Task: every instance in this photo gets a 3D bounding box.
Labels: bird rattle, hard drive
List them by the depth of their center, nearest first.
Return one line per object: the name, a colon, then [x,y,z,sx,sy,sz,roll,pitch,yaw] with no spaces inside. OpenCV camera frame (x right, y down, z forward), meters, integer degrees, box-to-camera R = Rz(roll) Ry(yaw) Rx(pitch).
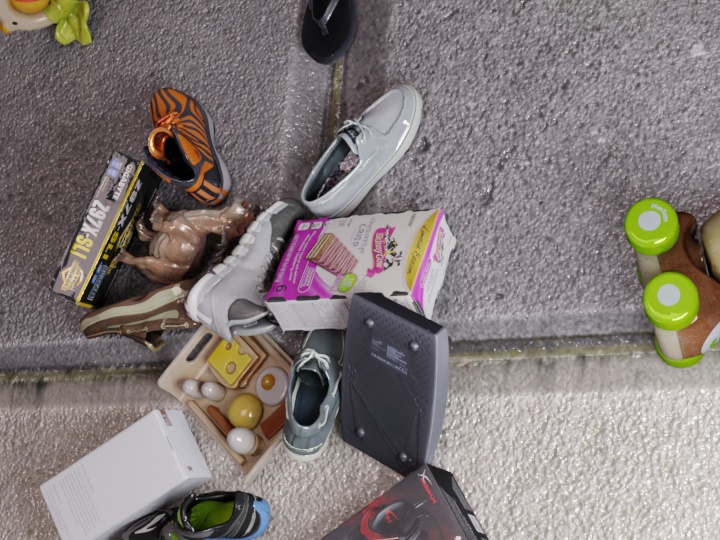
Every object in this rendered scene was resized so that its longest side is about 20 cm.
hard drive: [0.040,0.129,1.610,0.134,0.042,0.201,26,125,34]
bird rattle: [-0.446,-0.405,2.033,0.162,0.200,0.113,-22,62,-23]

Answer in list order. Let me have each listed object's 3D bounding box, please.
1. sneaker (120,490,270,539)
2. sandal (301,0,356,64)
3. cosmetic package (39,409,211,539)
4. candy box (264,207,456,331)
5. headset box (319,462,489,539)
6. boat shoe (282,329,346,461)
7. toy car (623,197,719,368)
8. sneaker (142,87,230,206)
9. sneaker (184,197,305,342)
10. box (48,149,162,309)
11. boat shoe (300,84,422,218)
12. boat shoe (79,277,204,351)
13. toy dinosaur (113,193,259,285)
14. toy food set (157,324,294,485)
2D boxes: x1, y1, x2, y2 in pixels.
sneaker: [-0.207,0.300,1.724,0.199,0.083,0.071,-18,51,22]
sandal: [-0.040,-0.366,1.875,0.076,0.043,0.201,2,75,30]
cosmetic package: [-0.294,0.265,1.789,0.199,0.074,0.102,-32,73,16]
candy box: [0.000,0.000,1.693,0.199,0.061,0.137,-4,47,28]
headset box: [0.043,0.333,1.579,0.200,0.075,0.149,-37,60,14]
boat shoe: [-0.048,0.124,1.671,0.072,0.062,0.201,10,52,6]
toy car: [0.383,-0.003,1.456,0.199,0.164,0.159,-15,67,12]
sneaker: [-0.245,-0.181,1.891,0.077,0.112,0.200,-40,59,12]
sneaker: [-0.113,0.011,1.768,0.115,0.075,0.200,38,80,27]
box: [-0.331,-0.050,1.871,0.049,0.160,0.201,24,86,4]
boat shoe: [0.000,-0.150,1.764,0.070,0.071,0.201,40,96,33]
boat shoe: [-0.283,0.070,1.856,0.202,0.075,0.075,-18,88,35]
toy dinosaur: [-0.230,-0.026,1.857,0.200,0.135,0.086,-44,18,36]
toy food set: [-0.152,0.148,1.761,0.144,0.060,0.200,-51,57,6]
